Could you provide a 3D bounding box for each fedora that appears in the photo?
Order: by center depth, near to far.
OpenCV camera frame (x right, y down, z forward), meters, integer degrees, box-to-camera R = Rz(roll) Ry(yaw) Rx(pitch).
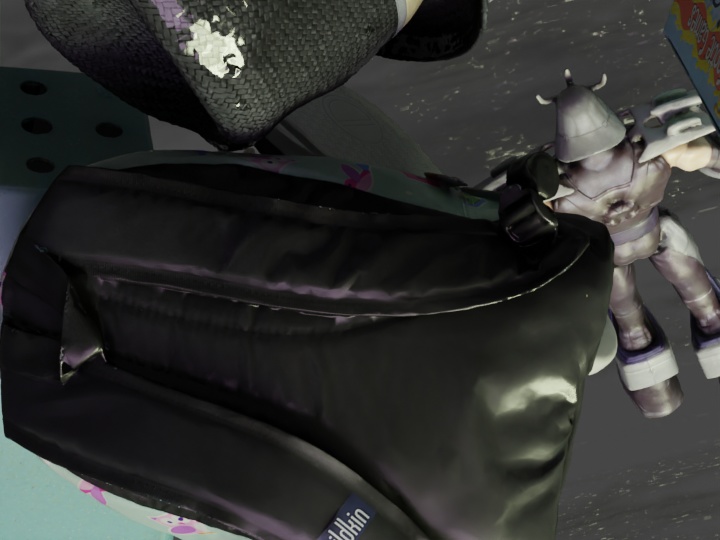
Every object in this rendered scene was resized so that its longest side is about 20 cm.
[{"bbox_3d":[-0.054,-0.100,0.671,0.201,0.201,0.092,41,74,-39],"label":"fedora"}]

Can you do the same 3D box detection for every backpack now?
[{"bbox_3d":[-0.027,0.035,0.687,0.200,0.167,0.127,13,169,-3],"label":"backpack"}]

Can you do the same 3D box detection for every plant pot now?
[{"bbox_3d":[-0.143,0.023,0.823,0.141,0.141,0.200,3,125,-15],"label":"plant pot"}]

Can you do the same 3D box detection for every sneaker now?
[{"bbox_3d":[0.000,0.000,0.824,0.200,0.071,0.099,40,120,-4],"label":"sneaker"}]

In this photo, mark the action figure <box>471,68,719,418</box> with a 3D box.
[{"bbox_3d":[0.119,-0.015,0.885,0.130,0.069,0.200,-16,132,15],"label":"action figure"}]

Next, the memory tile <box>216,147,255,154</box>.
[{"bbox_3d":[-0.059,0.059,0.860,0.017,0.153,0.200,4,137,2],"label":"memory tile"}]

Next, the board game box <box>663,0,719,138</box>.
[{"bbox_3d":[0.238,-0.098,0.774,0.200,0.105,0.103,7,123,-13],"label":"board game box"}]

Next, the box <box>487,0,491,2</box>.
[{"bbox_3d":[0.021,-0.202,0.649,0.137,0.038,0.200,-51,129,-3],"label":"box"}]
